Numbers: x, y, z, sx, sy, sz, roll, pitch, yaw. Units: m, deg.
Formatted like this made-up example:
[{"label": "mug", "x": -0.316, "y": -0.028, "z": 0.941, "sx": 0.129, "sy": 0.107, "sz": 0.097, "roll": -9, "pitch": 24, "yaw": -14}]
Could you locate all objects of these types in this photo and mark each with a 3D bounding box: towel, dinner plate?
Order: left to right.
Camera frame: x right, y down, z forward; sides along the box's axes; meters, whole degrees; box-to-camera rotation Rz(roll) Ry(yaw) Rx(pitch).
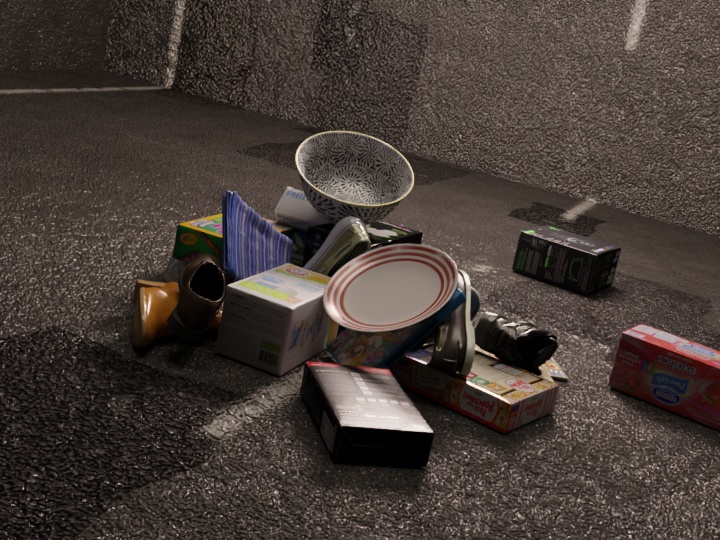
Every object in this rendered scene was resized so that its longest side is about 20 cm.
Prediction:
[{"label": "towel", "x": -0.157, "y": -0.024, "z": 1.677, "sx": 0.024, "sy": 0.147, "sz": 0.200, "roll": -15, "pitch": -29, "yaw": 22}, {"label": "dinner plate", "x": 0.044, "y": 0.029, "z": 1.527, "sx": 0.197, "sy": 0.024, "sz": 0.201, "roll": -12, "pitch": 36, "yaw": 9}]

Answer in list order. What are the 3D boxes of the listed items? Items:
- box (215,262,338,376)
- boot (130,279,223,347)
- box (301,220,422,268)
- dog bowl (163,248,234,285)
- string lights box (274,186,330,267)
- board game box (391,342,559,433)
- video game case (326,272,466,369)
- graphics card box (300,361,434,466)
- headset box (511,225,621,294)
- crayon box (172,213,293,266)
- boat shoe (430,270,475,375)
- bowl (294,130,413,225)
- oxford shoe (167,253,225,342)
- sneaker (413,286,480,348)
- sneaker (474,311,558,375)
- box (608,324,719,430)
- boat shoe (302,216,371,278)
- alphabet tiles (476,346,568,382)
[{"label": "box", "x": -0.113, "y": 0.067, "z": 1.570, "sx": 0.111, "sy": 0.103, "sz": 0.200, "roll": 18, "pitch": 16, "yaw": 19}, {"label": "boot", "x": -0.254, "y": 0.065, "z": 1.536, "sx": 0.142, "sy": 0.072, "sz": 0.201, "roll": 12, "pitch": 16, "yaw": -15}, {"label": "box", "x": 0.000, "y": 0.000, "z": 1.810, "sx": 0.123, "sy": 0.151, "sz": 0.199, "roll": 18, "pitch": 17, "yaw": 27}, {"label": "dog bowl", "x": -0.234, "y": -0.003, "z": 1.820, "sx": 0.197, "sy": 0.059, "sz": 0.200, "roll": 11, "pitch": 14, "yaw": -3}, {"label": "string lights box", "x": -0.079, "y": -0.057, "z": 1.898, "sx": 0.102, "sy": 0.059, "sz": 0.201, "roll": 16, "pitch": -29, "yaw": 19}, {"label": "board game box", "x": 0.166, "y": 0.162, "z": 1.549, "sx": 0.198, "sy": 0.047, "sz": 0.151, "roll": 22, "pitch": 18, "yaw": 34}, {"label": "video game case", "x": 0.048, "y": 0.077, "z": 1.543, "sx": 0.018, "sy": 0.199, "sz": 0.143, "roll": 50, "pitch": -2, "yaw": -26}, {"label": "graphics card box", "x": 0.004, "y": 0.179, "z": 1.354, "sx": 0.124, "sy": 0.052, "sz": 0.200, "roll": 7, "pitch": 15, "yaw": -19}, {"label": "headset box", "x": 0.454, "y": -0.029, "z": 2.381, "sx": 0.198, "sy": 0.094, "sz": 0.173, "roll": 20, "pitch": 16, "yaw": 29}, {"label": "crayon box", "x": -0.208, "y": -0.047, "z": 1.772, "sx": 0.117, "sy": 0.059, "sz": 0.200, "roll": 17, "pitch": 16, "yaw": 19}, {"label": "boat shoe", "x": 0.127, "y": 0.067, "z": 1.544, "sx": 0.060, "sy": 0.072, "sz": 0.202, "roll": 8, "pitch": 38, "yaw": -6}, {"label": "bowl", "x": -0.019, "y": -0.134, "z": 1.762, "sx": 0.198, "sy": 0.095, "sz": 0.202, "roll": 10, "pitch": 40, "yaw": -8}, {"label": "oxford shoe", "x": -0.215, "y": 0.020, "z": 1.508, "sx": 0.072, "sy": 0.085, "sz": 0.201, "roll": 27, "pitch": 22, "yaw": -15}, {"label": "sneaker", "x": 0.102, "y": 0.078, "z": 1.619, "sx": 0.198, "sy": 0.076, "sz": 0.084, "roll": -26, "pitch": -2, "yaw": -14}, {"label": "sneaker", "x": 0.261, "y": 0.122, "z": 1.650, "sx": 0.113, "sy": 0.077, "sz": 0.199, "roll": 28, "pitch": 1, "yaw": 32}, {"label": "box", "x": 0.512, "y": 0.167, "z": 1.705, "sx": 0.198, "sy": 0.096, "sz": 0.102, "roll": 21, "pitch": 17, "yaw": 29}, {"label": "boat shoe", "x": -0.049, "y": 0.009, "z": 1.670, "sx": 0.071, "sy": 0.201, "sz": 0.062, "roll": 16, "pitch": 28, "yaw": -28}, {"label": "alphabet tiles", "x": 0.248, "y": 0.142, "z": 1.762, "sx": 0.164, "sy": 0.006, "sz": 0.200, "roll": 9, "pitch": 15, "yaw": -8}]
